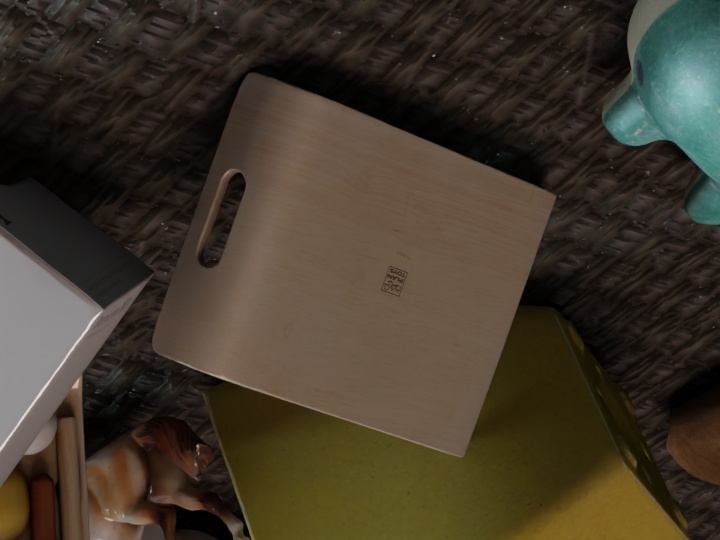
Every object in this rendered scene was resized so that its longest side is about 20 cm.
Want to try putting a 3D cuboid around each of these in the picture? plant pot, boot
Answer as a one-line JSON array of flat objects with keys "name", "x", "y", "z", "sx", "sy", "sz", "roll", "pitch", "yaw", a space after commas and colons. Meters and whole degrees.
[{"name": "plant pot", "x": 0.062, "y": 0.131, "z": 1.487, "sx": 0.199, "sy": 0.195, "sz": 0.196, "roll": -31, "pitch": 142, "yaw": 11}, {"name": "boot", "x": 0.263, "y": 0.115, "z": 1.635, "sx": 0.075, "sy": 0.074, "sz": 0.200, "roll": -17, "pitch": 145, "yaw": 41}]

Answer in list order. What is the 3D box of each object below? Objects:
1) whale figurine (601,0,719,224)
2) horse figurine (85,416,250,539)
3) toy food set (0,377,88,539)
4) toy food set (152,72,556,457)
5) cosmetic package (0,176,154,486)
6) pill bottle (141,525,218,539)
[{"name": "whale figurine", "x": 0.198, "y": -0.074, "z": 1.301, "sx": 0.158, "sy": 0.104, "sz": 0.200, "roll": -11, "pitch": 145, "yaw": -3}, {"name": "horse figurine", "x": -0.133, "y": 0.151, "z": 1.478, "sx": 0.050, "sy": 0.133, "sz": 0.200, "roll": 7, "pitch": 125, "yaw": -46}, {"name": "toy food set", "x": -0.208, "y": 0.137, "z": 1.400, "sx": 0.143, "sy": 0.201, "sz": 0.060, "roll": -1, "pitch": 170, "yaw": -15}, {"name": "toy food set", "x": 0.000, "y": 0.000, "z": 1.343, "sx": 0.199, "sy": 0.060, "sz": 0.144, "roll": 20, "pitch": 91, "yaw": -36}, {"name": "cosmetic package", "x": -0.197, "y": 0.061, "z": 1.296, "sx": 0.085, "sy": 0.108, "sz": 0.200, "roll": 38, "pitch": 105, "yaw": 2}, {"name": "pill bottle", "x": -0.097, "y": 0.225, "z": 1.627, "sx": 0.112, "sy": 0.113, "sz": 0.200, "roll": -22, "pitch": 144, "yaw": 15}]
